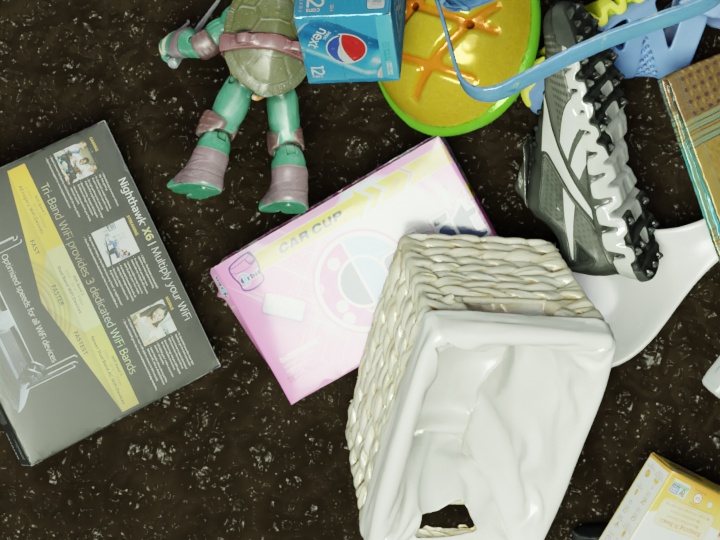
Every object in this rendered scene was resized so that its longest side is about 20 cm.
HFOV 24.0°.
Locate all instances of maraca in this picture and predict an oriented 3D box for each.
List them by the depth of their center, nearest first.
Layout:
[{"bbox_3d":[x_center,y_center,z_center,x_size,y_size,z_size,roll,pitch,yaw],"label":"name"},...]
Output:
[{"bbox_3d":[0.061,-0.193,1.182,0.136,0.107,0.202,-15,75,28],"label":"maraca"}]

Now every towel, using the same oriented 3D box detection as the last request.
[{"bbox_3d":[0.293,-0.062,1.184,0.146,0.022,0.202,-24,96,-27],"label":"towel"}]

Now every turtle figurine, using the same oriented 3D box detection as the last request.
[{"bbox_3d":[-0.070,-0.147,1.181,0.148,0.101,0.202,7,79,1],"label":"turtle figurine"}]

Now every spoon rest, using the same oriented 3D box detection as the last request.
[{"bbox_3d":[0.208,-0.004,1.213,0.199,0.061,0.100,-32,93,6],"label":"spoon rest"}]

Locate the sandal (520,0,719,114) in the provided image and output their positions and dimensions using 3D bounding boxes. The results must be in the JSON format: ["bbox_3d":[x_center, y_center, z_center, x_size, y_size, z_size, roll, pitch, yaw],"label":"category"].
[{"bbox_3d":[0.203,-0.167,1.189,0.199,0.080,0.087,-35,97,9],"label":"sandal"}]

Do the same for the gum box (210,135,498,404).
[{"bbox_3d":[0.000,0.000,1.225,0.199,0.066,0.114,-30,94,7],"label":"gum box"}]

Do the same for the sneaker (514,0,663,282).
[{"bbox_3d":[0.140,-0.082,1.156,0.090,0.066,0.202,-6,113,30],"label":"sneaker"}]

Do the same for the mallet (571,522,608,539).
[{"bbox_3d":[0.100,0.233,1.263,0.198,0.041,0.067,-9,98,10],"label":"mallet"}]

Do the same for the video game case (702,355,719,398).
[{"bbox_3d":[0.351,0.047,1.173,0.199,0.023,0.183,31,99,-36],"label":"video game case"}]

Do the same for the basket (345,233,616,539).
[{"bbox_3d":[0.071,0.084,1.155,0.134,0.124,0.201,3,125,-18],"label":"basket"}]

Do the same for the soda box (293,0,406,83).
[{"bbox_3d":[-0.001,-0.223,1.121,0.063,0.068,0.202,0,57,9],"label":"soda box"}]

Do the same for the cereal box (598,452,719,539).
[{"bbox_3d":[0.219,0.248,1.225,0.143,0.040,0.201,26,98,-24],"label":"cereal box"}]

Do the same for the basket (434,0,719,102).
[{"bbox_3d":[0.117,-0.218,1.056,0.175,0.139,0.202,-21,62,4],"label":"basket"}]

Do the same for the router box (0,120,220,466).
[{"bbox_3d":[-0.215,0.016,1.220,0.156,0.052,0.202,-26,94,-20],"label":"router box"}]
